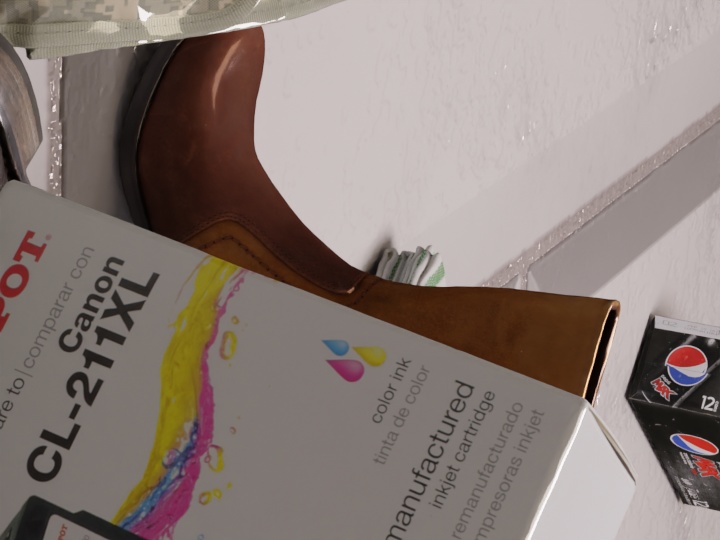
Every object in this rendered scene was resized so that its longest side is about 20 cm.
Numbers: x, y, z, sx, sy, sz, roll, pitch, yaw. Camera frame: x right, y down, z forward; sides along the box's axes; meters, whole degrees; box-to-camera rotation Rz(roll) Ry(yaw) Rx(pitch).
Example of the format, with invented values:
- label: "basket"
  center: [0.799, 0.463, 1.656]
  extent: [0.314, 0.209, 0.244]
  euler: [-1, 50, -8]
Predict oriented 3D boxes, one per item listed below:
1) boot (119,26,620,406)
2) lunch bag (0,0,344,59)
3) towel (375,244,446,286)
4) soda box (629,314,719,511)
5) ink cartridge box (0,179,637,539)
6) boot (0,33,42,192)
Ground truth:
- label: "boot"
  center: [0.000, 0.000, 0.974]
  extent: [0.068, 0.199, 0.189]
  euler: [25, 78, -66]
- label: "lunch bag"
  center: [-0.066, -0.167, 0.860]
  extent: [0.200, 0.117, 0.165]
  euler: [-25, 123, -55]
- label: "towel"
  center: [0.008, 0.104, 1.269]
  extent: [0.149, 0.031, 0.201]
  euler: [-55, 150, -39]
- label: "soda box"
  center: [0.241, 0.103, 1.741]
  extent: [0.200, 0.070, 0.064]
  euler: [55, 50, -59]
- label: "ink cartridge box"
  center: [-0.043, 0.079, 0.746]
  extent: [0.146, 0.199, 0.083]
  euler: [-64, 156, -12]
- label: "boot"
  center: [-0.152, 0.033, 0.797]
  extent: [0.201, 0.069, 0.175]
  euler: [76, 32, -46]
